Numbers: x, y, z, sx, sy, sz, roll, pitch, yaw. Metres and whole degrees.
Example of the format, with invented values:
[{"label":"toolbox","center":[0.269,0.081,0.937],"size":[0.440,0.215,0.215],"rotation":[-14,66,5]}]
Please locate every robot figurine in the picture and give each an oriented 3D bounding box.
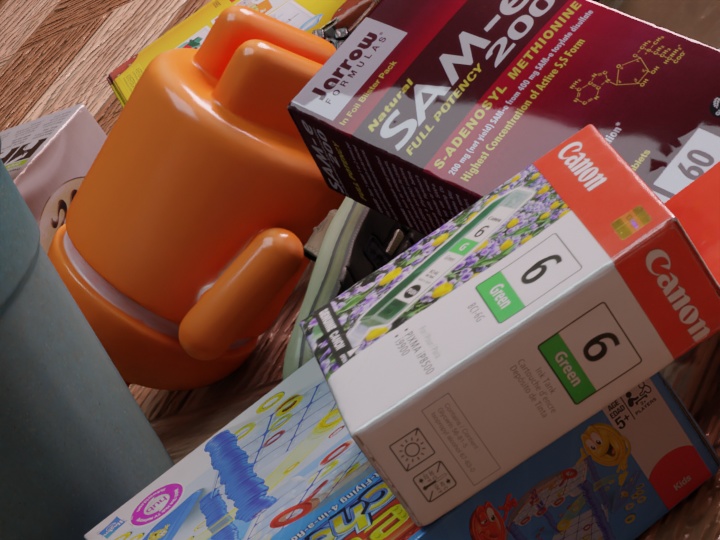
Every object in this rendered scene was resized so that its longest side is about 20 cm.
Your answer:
[{"label":"robot figurine","center":[-0.078,-0.025,1.239],"size":[0.117,0.144,0.200],"rotation":[-8,-46,-60]}]

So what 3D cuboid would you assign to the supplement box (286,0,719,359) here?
[{"label":"supplement box","center":[0.080,-0.055,1.065],"size":[0.200,0.061,0.109],"rotation":[26,67,37]}]

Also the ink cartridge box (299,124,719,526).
[{"label":"ink cartridge box","center":[0.080,-0.001,0.927],"size":[0.200,0.050,0.109],"rotation":[-35,23,3]}]

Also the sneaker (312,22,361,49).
[{"label":"sneaker","center":[0.026,-0.097,1.344],"size":[0.200,0.085,0.078],"rotation":[-18,54,-1]}]

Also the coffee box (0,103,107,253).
[{"label":"coffee box","center":[-0.190,0.020,1.363],"size":[0.080,0.113,0.200],"rotation":[-15,28,42]}]

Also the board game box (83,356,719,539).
[{"label":"board game box","center":[0.008,0.090,0.993],"size":[0.200,0.056,0.196],"rotation":[-38,21,-9]}]

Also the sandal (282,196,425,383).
[{"label":"sandal","center":[-0.001,0.000,1.167],"size":[0.057,0.080,0.201],"rotation":[-16,28,35]}]

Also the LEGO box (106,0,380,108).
[{"label":"LEGO box","center":[-0.053,-0.103,1.471],"size":[0.149,0.077,0.200],"rotation":[-35,21,-1]}]

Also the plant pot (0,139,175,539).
[{"label":"plant pot","center":[-0.185,0.071,1.125],"size":[0.200,0.196,0.200],"rotation":[-30,21,12]}]

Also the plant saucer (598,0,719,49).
[{"label":"plant saucer","center":[0.155,-0.100,1.150],"size":[0.200,0.029,0.200],"rotation":[-35,31,26]}]
